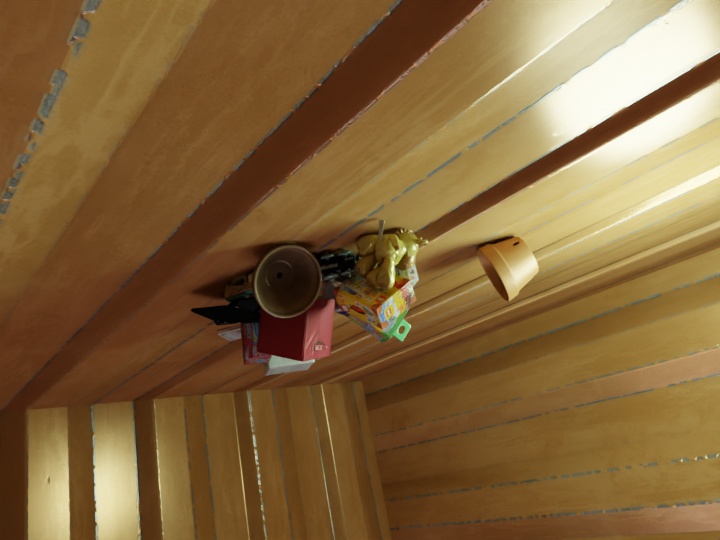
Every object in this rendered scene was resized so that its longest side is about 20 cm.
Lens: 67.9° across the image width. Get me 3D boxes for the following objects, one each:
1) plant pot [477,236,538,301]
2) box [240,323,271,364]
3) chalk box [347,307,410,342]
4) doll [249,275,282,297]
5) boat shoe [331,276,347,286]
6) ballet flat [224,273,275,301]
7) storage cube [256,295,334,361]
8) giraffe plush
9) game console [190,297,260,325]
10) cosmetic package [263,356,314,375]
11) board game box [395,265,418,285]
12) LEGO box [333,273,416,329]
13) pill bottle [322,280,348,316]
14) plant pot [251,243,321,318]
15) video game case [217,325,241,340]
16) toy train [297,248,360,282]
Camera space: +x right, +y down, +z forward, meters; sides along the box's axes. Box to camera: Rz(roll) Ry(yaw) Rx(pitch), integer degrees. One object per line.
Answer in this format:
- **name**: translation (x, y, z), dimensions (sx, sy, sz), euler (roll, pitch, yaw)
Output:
- **plant pot**: translation (0.502, -0.020, 1.798), dimensions (0.138, 0.202, 0.200), euler (-31, 160, 2)
- **box**: translation (-0.366, 0.215, 1.858), dimensions (0.093, 0.204, 0.100), euler (-3, 160, -18)
- **chalk box**: translation (0.073, 0.149, 1.745), dimensions (0.198, 0.126, 0.124), euler (34, 164, 1)
- **doll**: translation (-0.274, 0.045, 1.673), dimensions (0.196, 0.049, 0.136), euler (-18, 160, 14)
- **boat shoe**: translation (0.000, 0.000, 1.697), dimensions (0.196, 0.075, 0.067), euler (-16, 161, -24)
- **ballet flat**: translation (-0.334, 0.044, 1.593), dimensions (0.196, 0.067, 0.070), euler (-14, 170, 28)
- **storage cube**: translation (-0.194, 0.166, 1.640), dimensions (0.196, 0.184, 0.170), euler (5, 180, 26)
- **giraffe plush**: translation (0.097, -0.054, 1.521), dimensions (0.160, 0.172, 0.203), euler (-9, 129, -41)
- **game console**: translation (-0.392, 0.104, 1.673), dimensions (0.196, 0.177, 0.118), euler (-6, 123, 30)
- **cosmetic package**: translation (-0.318, 0.345, 2.314), dimensions (0.196, 0.170, 0.168), euler (-4, 160, -19)
- **board game box**: translation (0.128, 0.007, 1.699), dimensions (0.034, 0.129, 0.200), euler (-7, 161, -14)
- **LEGO box**: translation (0.040, 0.072, 1.569), dimensions (0.148, 0.078, 0.198), euler (-37, -145, -28)
- **pill bottle**: translation (-0.044, 0.100, 1.873), dimensions (0.114, 0.118, 0.199), euler (-18, 161, 18)
- **plant pot**: translation (-0.214, 0.023, 1.498), dimensions (0.197, 0.206, 0.092), euler (-3, -168, -25)
- **video game case**: translation (-0.461, 0.243, 2.164), dimensions (0.195, 0.018, 0.143), euler (-14, 161, 3)
- **toy train**: translation (-0.095, -0.006, 1.604), dimensions (0.195, 0.087, 0.114), euler (-14, 175, -6)
